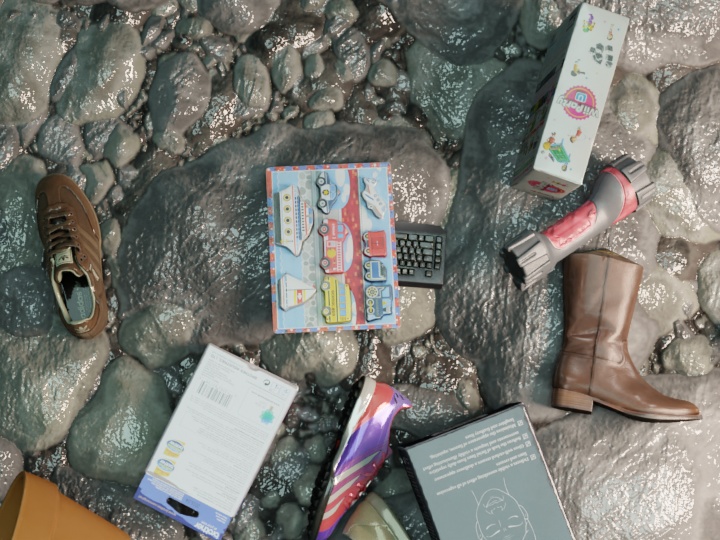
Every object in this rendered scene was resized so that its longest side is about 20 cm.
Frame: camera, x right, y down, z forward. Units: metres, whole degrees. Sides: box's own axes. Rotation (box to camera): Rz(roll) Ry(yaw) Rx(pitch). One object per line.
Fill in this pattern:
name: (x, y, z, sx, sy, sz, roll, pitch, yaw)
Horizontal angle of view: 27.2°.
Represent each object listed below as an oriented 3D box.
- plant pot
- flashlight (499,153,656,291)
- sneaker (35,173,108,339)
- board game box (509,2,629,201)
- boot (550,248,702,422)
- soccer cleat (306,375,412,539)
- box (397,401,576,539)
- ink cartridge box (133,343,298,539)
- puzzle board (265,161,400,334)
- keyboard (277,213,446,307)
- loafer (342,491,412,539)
plant pot: (-0.342, 0.339, 1.647, 0.139, 0.200, 0.201, 21, 84, -18)
flashlight: (0.252, -0.060, 1.745, 0.199, 0.068, 0.068, -32, 74, -17)
sneaker: (-0.334, -0.020, 1.729, 0.070, 0.076, 0.201, -16, 86, -4)
board game box: (0.241, -0.193, 1.736, 0.064, 0.148, 0.201, 18, 84, -3)
boot: (0.322, 0.074, 1.758, 0.185, 0.064, 0.202, 9, 80, 0)
soccer cleat: (-0.004, 0.226, 1.726, 0.073, 0.068, 0.201, 22, 83, -8)
box: (0.148, 0.270, 1.705, 0.148, 0.107, 0.201, -20, 85, -5)
ink cartridge box: (-0.168, 0.200, 1.733, 0.119, 0.042, 0.201, 26, 81, 0)
puzzle board: (-0.033, -0.028, 1.756, 0.150, 0.017, 0.202, -3, 78, -4)
keyboard: (0.000, 0.000, 1.770, 0.198, 0.021, 0.128, 5, 84, -1)
loafer: (0.049, 0.352, 1.713, 0.068, 0.076, 0.201, -34, 77, -4)
